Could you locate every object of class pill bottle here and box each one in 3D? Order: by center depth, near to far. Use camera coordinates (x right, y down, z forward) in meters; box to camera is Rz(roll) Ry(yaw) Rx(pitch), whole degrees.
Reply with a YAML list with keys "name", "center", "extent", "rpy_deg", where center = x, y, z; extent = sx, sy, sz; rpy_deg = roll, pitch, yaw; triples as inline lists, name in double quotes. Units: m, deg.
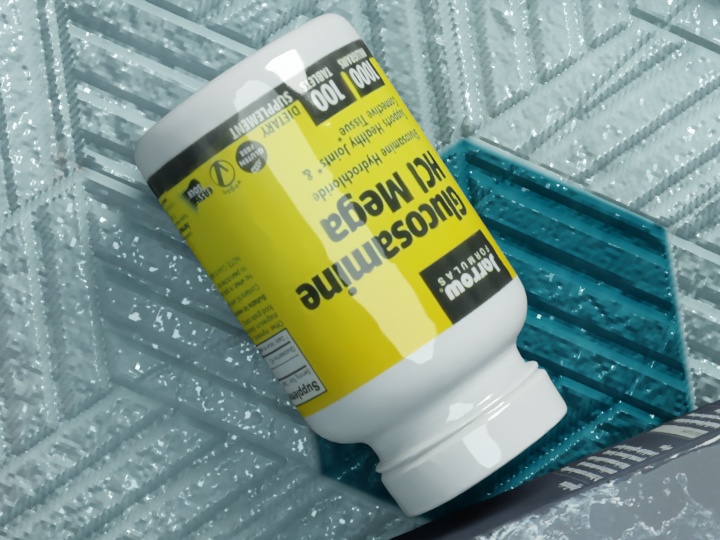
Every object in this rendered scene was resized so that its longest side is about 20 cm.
- name: "pill bottle"
  center: [0.000, 0.000, 0.991]
  extent: [0.112, 0.112, 0.200]
  rpy_deg: [-34, 91, -6]

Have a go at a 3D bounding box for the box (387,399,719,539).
- name: "box"
  center: [0.120, 0.183, 0.994]
  extent: [0.199, 0.117, 0.197]
  rpy_deg: [-22, 90, -5]
